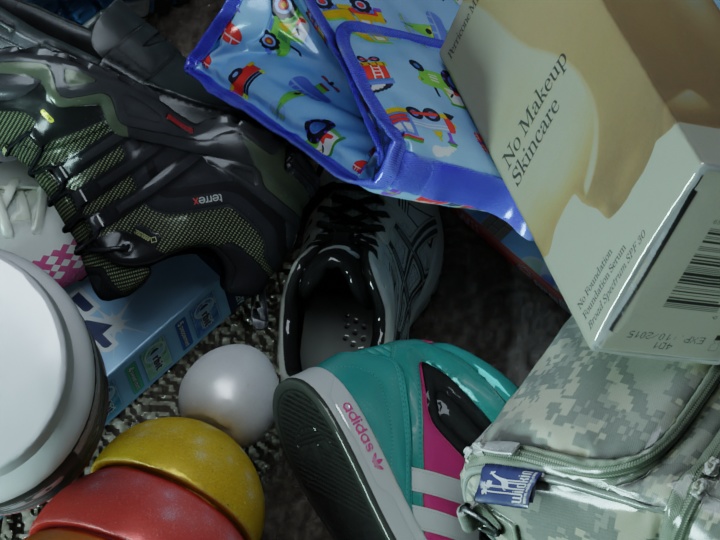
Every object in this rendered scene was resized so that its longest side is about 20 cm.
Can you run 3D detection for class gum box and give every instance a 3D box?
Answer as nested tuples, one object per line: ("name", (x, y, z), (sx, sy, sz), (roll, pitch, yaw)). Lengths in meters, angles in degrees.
("gum box", (-0.176, 0.008, 1.208), (0.200, 0.045, 0.170), (-42, 65, -16))

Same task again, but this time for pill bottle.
("pill bottle", (-0.173, 0.051, 1.037), (0.113, 0.200, 0.115), (0, 83, -3))

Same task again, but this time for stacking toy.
("stacking toy", (-0.089, 0.121, 1.086), (0.145, 0.147, 0.201), (21, 61, 16))

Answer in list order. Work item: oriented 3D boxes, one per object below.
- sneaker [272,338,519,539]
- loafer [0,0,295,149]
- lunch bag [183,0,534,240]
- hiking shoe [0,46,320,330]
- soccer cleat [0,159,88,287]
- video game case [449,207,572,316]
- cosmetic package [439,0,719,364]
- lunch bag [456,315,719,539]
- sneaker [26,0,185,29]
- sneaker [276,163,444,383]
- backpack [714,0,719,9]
("sneaker", (0.049, 0.117, 1.090), (0.120, 0.083, 0.201), (-28, 98, -31))
("loafer", (-0.125, -0.102, 1.190), (0.199, 0.068, 0.071), (14, 104, 6))
("lunch bag", (0.031, -0.070, 1.098), (0.200, 0.150, 0.095), (50, 120, 46))
("hiking shoe", (-0.123, -0.040, 1.115), (0.198, 0.076, 0.102), (18, 81, -4))
("soccer cleat", (-0.201, -0.017, 1.149), (0.199, 0.087, 0.070), (-23, 61, -7))
("video game case", (0.159, -0.022, 1.185), (0.143, 0.017, 0.200), (-39, 59, -14))
("cosmetic package", (0.111, -0.066, 0.991), (0.071, 0.106, 0.201), (7, 37, -28))
("lunch bag", (0.156, 0.070, 1.033), (0.167, 0.140, 0.200), (24, 57, 23))
("sneaker", (-0.156, -0.175, 1.292), (0.199, 0.075, 0.087), (-32, 57, -12))
("sneaker", (0.000, 0.000, 1.169), (0.075, 0.088, 0.202), (0, 60, 8))
("backpack", (0.182, -0.140, 1.148), (0.181, 0.135, 0.201), (20, 40, -16))
